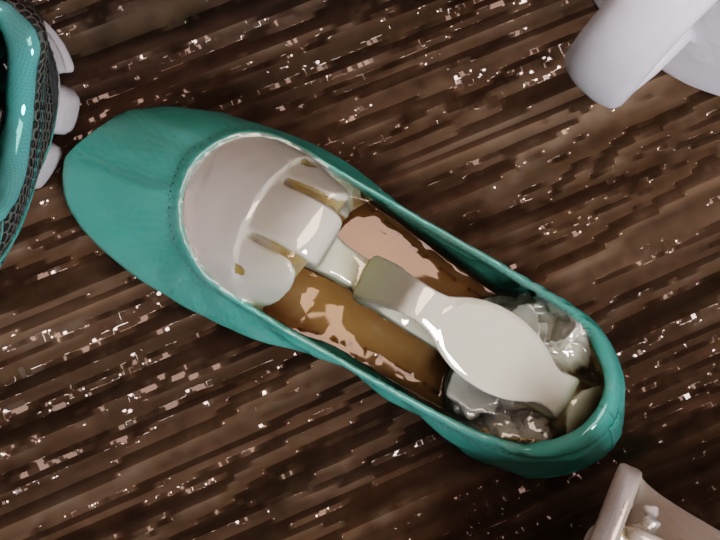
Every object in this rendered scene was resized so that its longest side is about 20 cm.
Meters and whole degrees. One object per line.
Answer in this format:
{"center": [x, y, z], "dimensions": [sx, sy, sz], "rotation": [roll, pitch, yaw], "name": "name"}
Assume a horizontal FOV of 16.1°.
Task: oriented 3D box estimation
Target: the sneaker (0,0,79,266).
{"center": [-0.143, -0.001, 0.766], "dimensions": [0.077, 0.091, 0.201], "rotation": [19, 77, -6], "name": "sneaker"}

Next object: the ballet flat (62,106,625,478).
{"center": [0.000, 0.000, 0.804], "dimensions": [0.199, 0.070, 0.068], "rotation": [29, 76, -4], "name": "ballet flat"}

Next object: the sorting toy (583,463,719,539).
{"center": [0.121, 0.182, 0.786], "dimensions": [0.199, 0.107, 0.181], "rotation": [26, 83, -6], "name": "sorting toy"}

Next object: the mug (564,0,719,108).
{"center": [0.138, -0.127, 0.800], "dimensions": [0.148, 0.175, 0.200], "rotation": [45, 75, 0], "name": "mug"}
